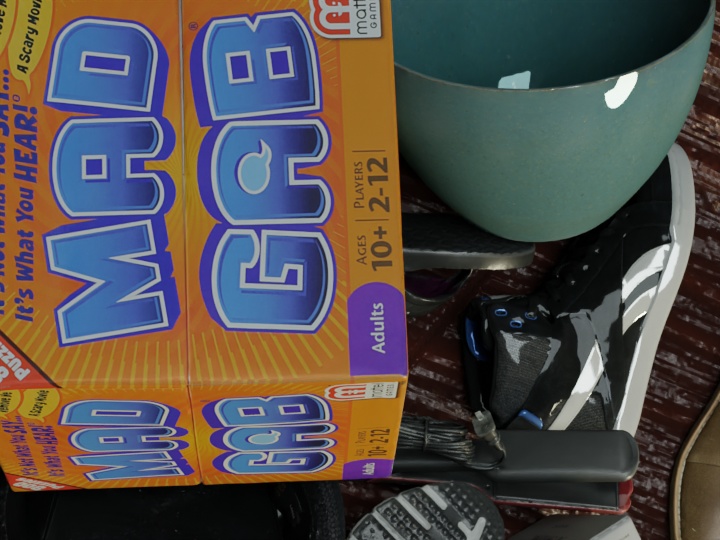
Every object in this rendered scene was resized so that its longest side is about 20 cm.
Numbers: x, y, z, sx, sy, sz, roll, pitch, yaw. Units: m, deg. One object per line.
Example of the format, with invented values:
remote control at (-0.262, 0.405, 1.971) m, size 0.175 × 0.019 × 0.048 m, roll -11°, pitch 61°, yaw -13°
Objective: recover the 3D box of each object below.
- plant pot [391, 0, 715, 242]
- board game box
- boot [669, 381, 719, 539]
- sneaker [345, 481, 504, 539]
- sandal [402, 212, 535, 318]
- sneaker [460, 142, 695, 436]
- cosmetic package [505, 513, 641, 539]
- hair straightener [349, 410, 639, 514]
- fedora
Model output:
plant pot at (0.098, -0.096, 1.430) m, size 0.200 × 0.200 × 0.135 m, roll -19°, pitch 127°, yaw -20°
board game box at (-0.083, -0.013, 1.253) m, size 0.200 × 0.200 × 0.200 m, roll -2°, pitch 72°, yaw -3°
boot at (0.239, 0.106, 1.510) m, size 0.074 × 0.075 × 0.200 m, roll 21°, pitch 80°, yaw -19°
sneaker at (-0.007, 0.188, 1.413) m, size 0.200 × 0.080 × 0.074 m, roll -37°, pitch 88°, yaw -16°
sandal at (-0.001, 0.000, 1.442) m, size 0.200 × 0.075 × 0.048 m, roll -4°, pitch 112°, yaw -13°
sneaker at (0.120, 0.008, 1.474) m, size 0.112 × 0.073 × 0.200 m, roll 16°, pitch 82°, yaw -19°
cosmetic package at (0.141, 0.245, 1.445) m, size 0.085 × 0.108 × 0.200 m, roll -29°, pitch 97°, yaw -21°
hair straightener at (0.058, 0.094, 1.431) m, size 0.200 × 0.077 × 0.041 m, roll 9°, pitch 52°, yaw 2°
fedora at (-0.110, 0.145, 1.360) m, size 0.200 × 0.092 × 0.201 m, roll 2°, pitch 69°, yaw -5°
